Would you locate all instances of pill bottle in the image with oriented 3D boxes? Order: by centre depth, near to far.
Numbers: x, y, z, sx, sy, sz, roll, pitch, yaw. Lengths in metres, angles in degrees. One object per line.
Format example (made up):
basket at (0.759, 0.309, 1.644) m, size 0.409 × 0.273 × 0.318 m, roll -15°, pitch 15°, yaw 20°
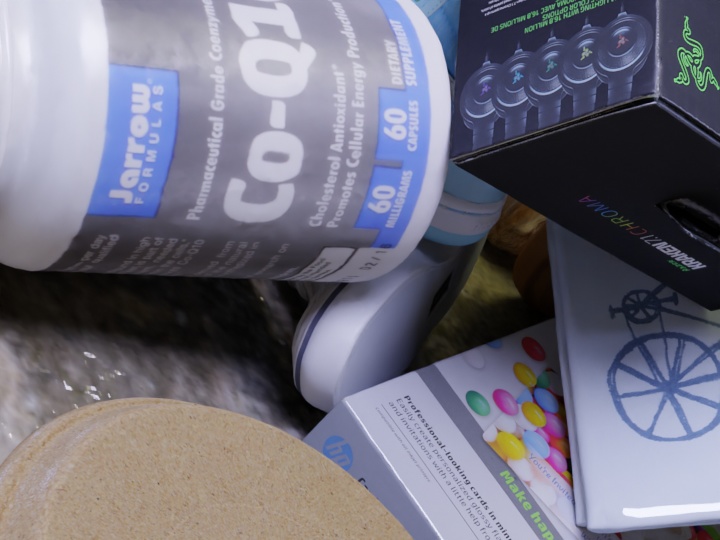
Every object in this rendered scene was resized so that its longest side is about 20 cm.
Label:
pill bottle at (-0.077, -0.055, 0.603) m, size 0.199 × 0.114 × 0.114 m, roll 2°, pitch 48°, yaw -33°

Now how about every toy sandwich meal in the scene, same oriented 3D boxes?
toy sandwich meal at (-0.037, 0.125, 0.505) m, size 0.204 × 0.070 × 0.206 m, roll 31°, pitch 34°, yaw -23°

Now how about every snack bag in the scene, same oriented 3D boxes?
snack bag at (0.180, 0.021, 0.720) m, size 0.021 × 0.198 × 0.190 m, roll 85°, pitch 2°, yaw -54°

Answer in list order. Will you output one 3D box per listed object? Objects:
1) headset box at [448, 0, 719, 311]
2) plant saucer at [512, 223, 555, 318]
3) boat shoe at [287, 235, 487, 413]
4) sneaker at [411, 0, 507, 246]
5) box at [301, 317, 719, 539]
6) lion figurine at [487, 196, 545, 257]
headset box at (0.126, -0.097, 0.659) m, size 0.174 × 0.092 × 0.202 m, roll 27°, pitch 60°, yaw -41°
plant saucer at (0.175, -0.018, 0.873) m, size 0.199 × 0.200 × 0.038 m, roll 6°, pitch 57°, yaw -53°
boat shoe at (0.000, 0.000, 0.743) m, size 0.069 × 0.071 × 0.200 m, roll 24°, pitch 27°, yaw 11°
sneaker at (0.010, -0.121, 0.726) m, size 0.200 × 0.131 × 0.079 m, roll 42°, pitch 31°, yaw 13°
box at (0.085, 0.102, 0.711) m, size 0.199 × 0.041 × 0.156 m, roll -14°, pitch 64°, yaw -52°
lion figurine at (0.152, -0.025, 0.972) m, size 0.200 × 0.122 × 0.073 m, roll 39°, pitch 13°, yaw -49°
